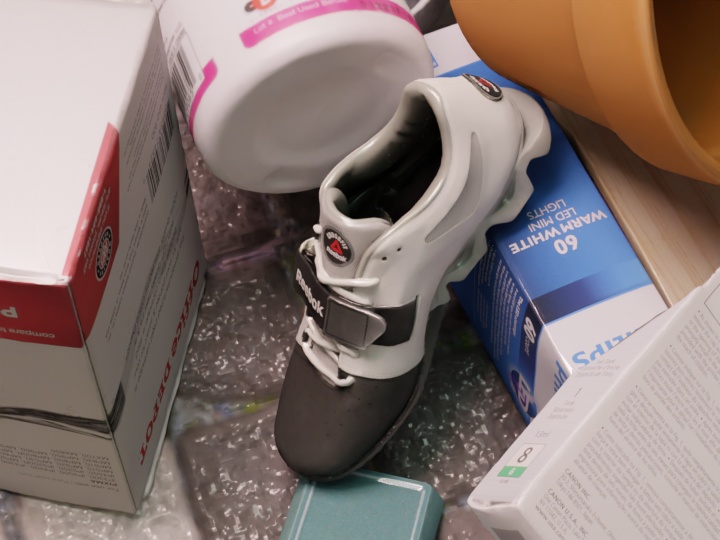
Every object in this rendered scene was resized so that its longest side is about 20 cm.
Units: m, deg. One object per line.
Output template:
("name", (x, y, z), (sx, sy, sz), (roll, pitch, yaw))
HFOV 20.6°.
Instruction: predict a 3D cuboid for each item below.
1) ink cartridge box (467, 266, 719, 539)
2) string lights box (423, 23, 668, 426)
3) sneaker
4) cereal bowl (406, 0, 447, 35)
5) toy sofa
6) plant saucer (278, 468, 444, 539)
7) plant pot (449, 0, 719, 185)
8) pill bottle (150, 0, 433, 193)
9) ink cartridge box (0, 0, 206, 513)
("ink cartridge box", (0.161, 0.087, 0.856), (0.200, 0.050, 0.161), (-47, 108, -23))
("string lights box", (0.077, -0.011, 0.940), (0.059, 0.103, 0.201), (-21, 61, -12))
("sneaker", (0.000, 0.000, 0.874), (0.074, 0.088, 0.201), (35, 104, 36))
("cereal bowl", (-0.046, -0.164, 1.047), (0.198, 0.084, 0.201), (0, 58, -1))
("toy sofa", (0.156, -0.012, 0.954), (0.097, 0.083, 0.201), (-19, 60, -16))
("plant saucer", (-0.014, 0.157, 0.850), (0.069, 0.019, 0.201), (12, 40, 6))
("plant pot", (0.130, -0.144, 0.861), (0.140, 0.201, 0.200), (15, 53, 44))
("pill bottle", (-0.052, -0.146, 0.920), (0.113, 0.114, 0.201), (-17, 61, -12))
("ink cartridge box", (-0.132, -0.005, 0.877), (0.082, 0.201, 0.148), (7, 57, 8))
